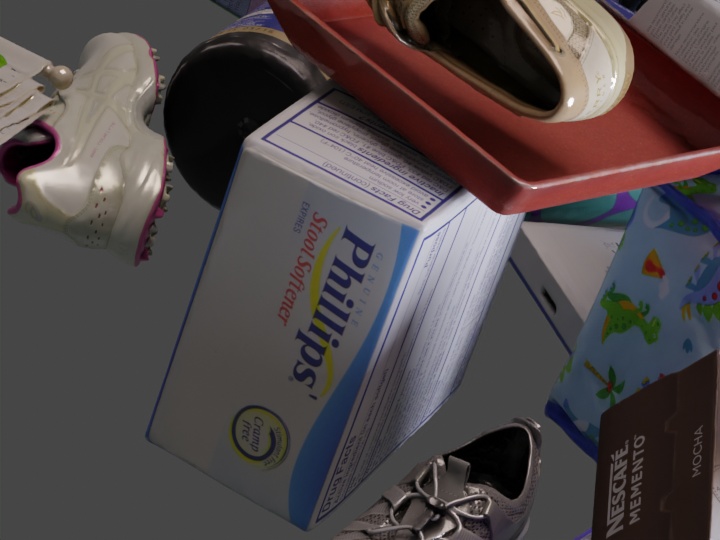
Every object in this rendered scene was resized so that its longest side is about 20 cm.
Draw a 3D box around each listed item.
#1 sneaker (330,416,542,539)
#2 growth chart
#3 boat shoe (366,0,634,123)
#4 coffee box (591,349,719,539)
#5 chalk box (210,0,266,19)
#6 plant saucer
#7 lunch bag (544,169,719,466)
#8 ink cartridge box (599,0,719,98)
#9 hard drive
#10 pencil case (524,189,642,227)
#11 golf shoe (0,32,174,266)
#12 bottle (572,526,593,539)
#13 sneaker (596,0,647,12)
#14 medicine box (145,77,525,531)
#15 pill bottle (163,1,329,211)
[{"bbox_3d":[0.025,0.123,1.338,0.075,0.082,0.200,29,30,15],"label":"sneaker"},{"bbox_3d":[-0.237,-0.100,1.498,0.144,0.018,0.200,24,26,3],"label":"growth chart"},{"bbox_3d":[0.039,-0.139,1.351,0.200,0.071,0.064,36,31,22],"label":"boat shoe"},{"bbox_3d":[0.206,0.141,1.328,0.200,0.080,0.113,34,44,-25],"label":"coffee box"},{"bbox_3d":[-0.027,-0.223,1.849,0.124,0.125,0.200,33,32,21],"label":"chalk box"},{"bbox_3d":[0.074,-0.094,1.408,0.200,0.037,0.200,-13,44,-45],"label":"plant saucer"},{"bbox_3d":[0.226,0.039,1.520,0.200,0.170,0.127,-2,38,-38],"label":"lunch bag"},{"bbox_3d":[0.241,-0.087,1.473,0.196,0.043,0.200,22,18,-39],"label":"ink cartridge box"},{"bbox_3d":[0.198,0.022,1.679,0.199,0.025,0.132,4,33,-27],"label":"hard drive"},{"bbox_3d":[0.143,-0.071,1.739,0.199,0.085,0.093,1,64,-33],"label":"pencil case"},{"bbox_3d":[-0.156,-0.080,1.580,0.091,0.076,0.200,9,30,-14],"label":"golf shoe"},{"bbox_3d":[0.111,0.170,1.333,0.083,0.065,0.200,40,34,19],"label":"bottle"},{"bbox_3d":[0.113,-0.139,1.664,0.146,0.077,0.202,19,23,4],"label":"sneaker"},{"bbox_3d":[0.000,0.000,1.428,0.103,0.183,0.200,28,29,14],"label":"medicine box"},{"bbox_3d":[-0.027,-0.112,1.673,0.112,0.112,0.200,27,30,12],"label":"pill bottle"}]
